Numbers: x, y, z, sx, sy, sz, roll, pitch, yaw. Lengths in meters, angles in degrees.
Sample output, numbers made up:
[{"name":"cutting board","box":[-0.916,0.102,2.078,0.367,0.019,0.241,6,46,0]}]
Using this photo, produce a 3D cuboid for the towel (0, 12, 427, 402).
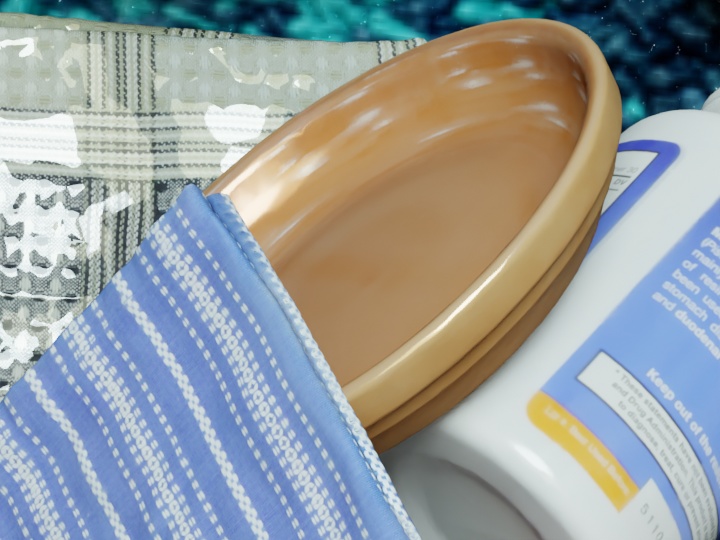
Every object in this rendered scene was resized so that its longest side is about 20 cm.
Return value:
[{"name":"towel","box":[-0.073,0.003,0.908,0.199,0.035,0.194,3,78,4]}]

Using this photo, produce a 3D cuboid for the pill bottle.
[{"name":"pill bottle","box":[0.099,0.020,0.843,0.112,0.112,0.200,40,62,10]}]

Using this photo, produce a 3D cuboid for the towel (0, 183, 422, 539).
[{"name":"towel","box":[-0.076,0.091,0.749,0.200,0.024,0.145,-45,59,25]}]

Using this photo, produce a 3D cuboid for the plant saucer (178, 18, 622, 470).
[{"name":"plant saucer","box":[0.000,0.000,0.817,0.200,0.200,0.038,-42,114,-7]}]

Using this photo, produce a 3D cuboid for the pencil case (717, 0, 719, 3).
[{"name":"pencil case","box":[0.200,-0.076,0.892,0.089,0.078,0.200,-46,79,8]}]
